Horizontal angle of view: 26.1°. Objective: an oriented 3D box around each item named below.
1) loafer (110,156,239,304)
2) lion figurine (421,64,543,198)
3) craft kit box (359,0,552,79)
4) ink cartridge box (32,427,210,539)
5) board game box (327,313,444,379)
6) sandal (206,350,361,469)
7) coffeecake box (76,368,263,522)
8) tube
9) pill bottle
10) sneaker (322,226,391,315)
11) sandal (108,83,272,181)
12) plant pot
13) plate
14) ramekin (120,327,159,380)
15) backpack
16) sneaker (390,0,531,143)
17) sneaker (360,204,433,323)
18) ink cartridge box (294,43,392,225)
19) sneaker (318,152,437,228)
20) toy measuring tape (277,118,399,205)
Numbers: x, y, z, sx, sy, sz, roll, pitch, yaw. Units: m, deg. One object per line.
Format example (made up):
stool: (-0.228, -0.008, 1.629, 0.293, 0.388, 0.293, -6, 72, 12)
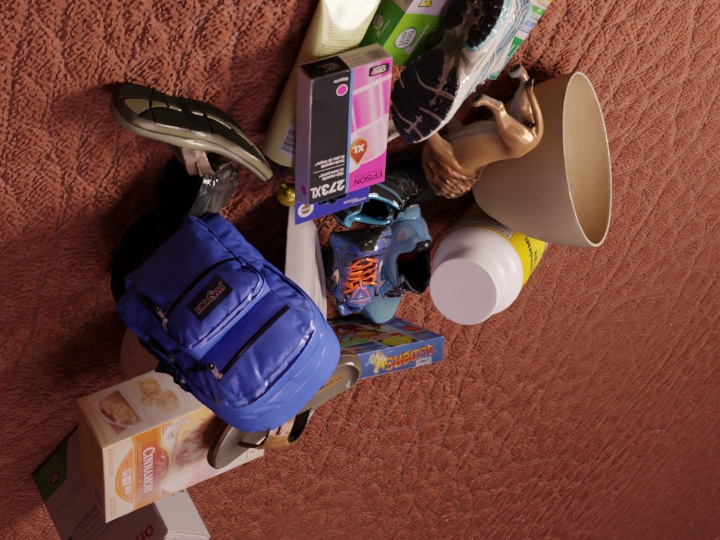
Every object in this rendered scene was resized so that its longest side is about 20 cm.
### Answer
loafer: (-0.194, -0.035, 1.626, 0.072, 0.073, 0.200, 1, 136, -50)
lion figurine: (0.136, -0.144, 1.704, 0.123, 0.199, 0.073, 55, 49, -24)
craft kit box: (0.120, -0.293, 1.598, 0.196, 0.049, 0.201, 2, 134, -42)
ink cartridge box: (-0.288, 0.282, 1.854, 0.146, 0.201, 0.084, -44, 148, 18)
board game box: (-0.014, 0.095, 1.931, 0.199, 0.135, 0.035, -10, 110, -35)
sandal: (-0.077, 0.158, 1.681, 0.199, 0.055, 0.082, -28, 149, -18)
coffeecake box: (-0.204, 0.173, 1.700, 0.199, 0.073, 0.154, -21, 147, -22)
tube: (-0.043, -0.198, 1.571, 0.201, 0.052, 0.058, -64, -179, 33)
pill bottle: (0.153, -0.015, 1.873, 0.113, 0.112, 0.200, -55, 177, 32)
sneaker: (0.000, 0.000, 1.790, 0.075, 0.079, 0.200, -9, 167, -7)
sandal: (-0.170, -0.128, 1.514, 0.200, 0.080, 0.057, 17, 119, -43)
plant pot: (0.203, -0.121, 1.809, 0.133, 0.202, 0.200, -6, 159, 23)
plate: (-0.061, 0.043, 1.752, 0.032, 0.201, 0.201, -1, 147, 4)
ramekin: (-0.182, 0.097, 1.791, 0.199, 0.105, 0.201, -24, 148, -16)
backpack: (-0.133, 0.059, 1.549, 0.163, 0.200, 0.168, -46, 155, -2)
sneaker: (0.110, -0.207, 1.594, 0.086, 0.078, 0.200, -1, 137, -48)
sneaker: (0.040, 0.006, 1.896, 0.078, 0.090, 0.201, -18, 148, -25)
ink cartridge box: (-0.020, -0.131, 1.589, 0.094, 0.037, 0.201, -19, 137, -24)
sneaker: (0.028, -0.082, 1.766, 0.199, 0.082, 0.074, -8, 138, -41)
toy measuring tape: (-0.011, -0.138, 1.662, 0.199, 0.074, 0.074, -37, 150, 4)
